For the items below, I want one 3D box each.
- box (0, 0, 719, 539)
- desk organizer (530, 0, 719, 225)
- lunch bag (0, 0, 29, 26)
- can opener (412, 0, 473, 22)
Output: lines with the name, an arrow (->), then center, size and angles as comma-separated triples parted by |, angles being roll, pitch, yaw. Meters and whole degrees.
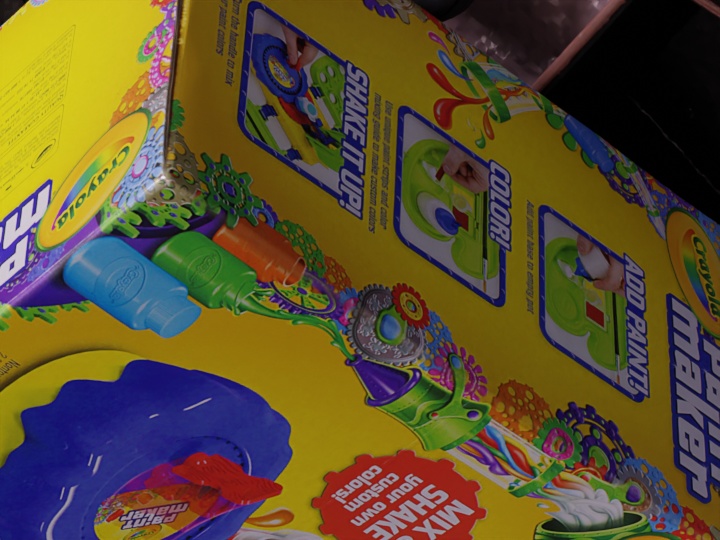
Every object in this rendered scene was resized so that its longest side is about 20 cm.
box -> -0.036, 0.036, 0.771 | 0.192, 0.122, 0.200 | 33, 127, -27
desk organizer -> 0.130, -0.083, 0.770 | 0.072, 0.077, 0.200 | 49, 121, 11
lunch bag -> -0.213, -0.050, 0.925 | 0.200, 0.168, 0.140 | -10, 81, 30
can opener -> 0.007, -0.166, 0.834 | 0.063, 0.079, 0.201 | 1, 90, 22
